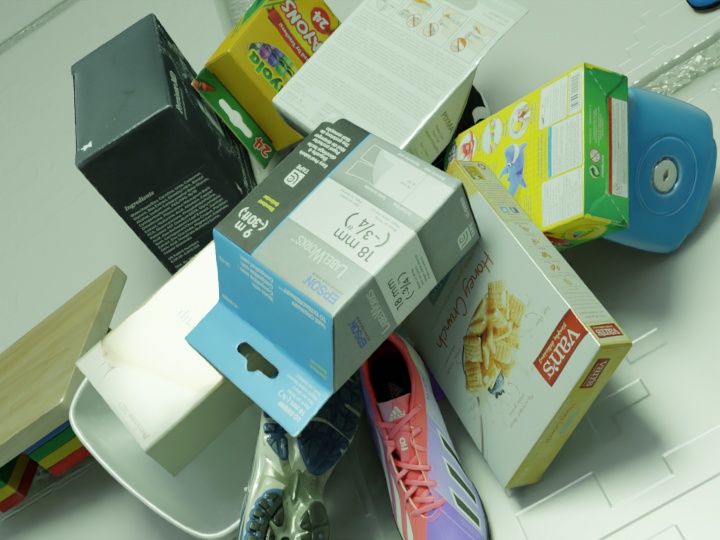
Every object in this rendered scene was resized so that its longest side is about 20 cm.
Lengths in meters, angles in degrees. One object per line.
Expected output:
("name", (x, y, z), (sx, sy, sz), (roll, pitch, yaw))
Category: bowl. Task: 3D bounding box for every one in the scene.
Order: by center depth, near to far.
("bowl", (-0.122, 0.114, 0.841), (0.198, 0.075, 0.201), (33, 72, 23))

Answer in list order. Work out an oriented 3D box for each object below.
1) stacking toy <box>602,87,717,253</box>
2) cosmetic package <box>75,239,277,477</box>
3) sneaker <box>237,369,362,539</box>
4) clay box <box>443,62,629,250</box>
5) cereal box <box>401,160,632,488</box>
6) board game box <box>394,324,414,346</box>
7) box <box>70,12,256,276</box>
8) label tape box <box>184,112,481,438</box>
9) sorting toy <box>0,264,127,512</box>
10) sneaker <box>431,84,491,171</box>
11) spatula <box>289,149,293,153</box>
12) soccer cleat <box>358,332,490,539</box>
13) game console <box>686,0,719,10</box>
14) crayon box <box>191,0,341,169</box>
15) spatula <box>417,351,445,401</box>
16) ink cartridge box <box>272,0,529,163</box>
("stacking toy", (0.190, -0.091, 0.834), (0.199, 0.108, 0.119), (24, 102, 61))
("cosmetic package", (-0.114, 0.052, 0.790), (0.200, 0.073, 0.103), (-43, 66, -13))
("sneaker", (-0.057, 0.152, 0.735), (0.085, 0.076, 0.203), (126, 164, -51))
("clay box", (0.130, -0.070, 0.780), (0.199, 0.047, 0.118), (157, 119, -63))
("cereal box", (0.099, 0.036, 0.732), (0.201, 0.039, 0.146), (57, 135, 39))
("board game box", (0.000, 0.000, 0.921), (0.198, 0.035, 0.127), (25, 70, 45))
("box", (-0.204, -0.127, 1.053), (0.116, 0.201, 0.198), (-29, 42, 8))
("label tape box", (-0.032, -0.005, 0.711), (0.143, 0.064, 0.200), (32, 71, 37))
("sorting toy", (-0.302, 0.124, 0.960), (0.198, 0.070, 0.200), (-34, 28, 23))
("sneaker", (0.077, -0.151, 0.945), (0.072, 0.112, 0.203), (-16, 45, 20))
("spatula", (-0.015, -0.107, 1.026), (0.198, 0.021, 0.057), (23, 70, 45))
("soccer cleat", (0.039, 0.134, 0.731), (0.067, 0.073, 0.203), (-23, 55, 8))
("game console", (0.397, -0.350, 0.970), (0.197, 0.118, 0.174), (-20, 75, 19))
("crayon box", (-0.088, -0.227, 1.095), (0.050, 0.127, 0.202), (-16, 36, 45))
("spatula", (0.092, 0.049, 0.823), (0.200, 0.021, 0.056), (-43, 48, -7))
("ink cartridge box", (0.038, -0.179, 0.887), (0.200, 0.047, 0.160), (-47, 53, -7))
